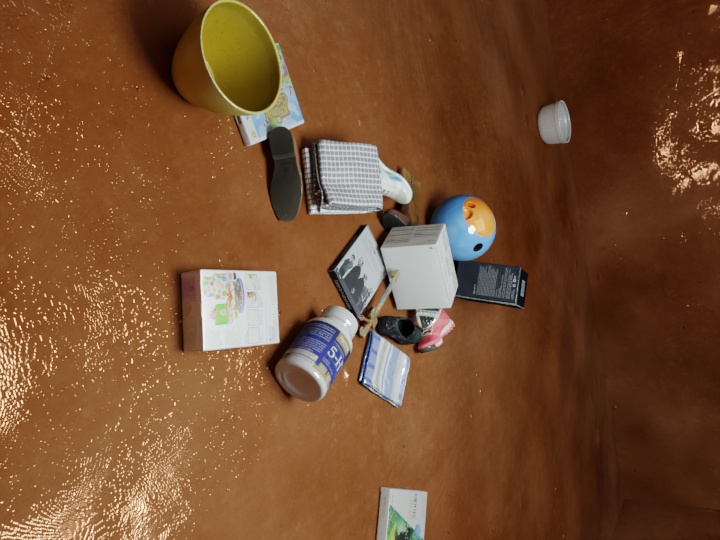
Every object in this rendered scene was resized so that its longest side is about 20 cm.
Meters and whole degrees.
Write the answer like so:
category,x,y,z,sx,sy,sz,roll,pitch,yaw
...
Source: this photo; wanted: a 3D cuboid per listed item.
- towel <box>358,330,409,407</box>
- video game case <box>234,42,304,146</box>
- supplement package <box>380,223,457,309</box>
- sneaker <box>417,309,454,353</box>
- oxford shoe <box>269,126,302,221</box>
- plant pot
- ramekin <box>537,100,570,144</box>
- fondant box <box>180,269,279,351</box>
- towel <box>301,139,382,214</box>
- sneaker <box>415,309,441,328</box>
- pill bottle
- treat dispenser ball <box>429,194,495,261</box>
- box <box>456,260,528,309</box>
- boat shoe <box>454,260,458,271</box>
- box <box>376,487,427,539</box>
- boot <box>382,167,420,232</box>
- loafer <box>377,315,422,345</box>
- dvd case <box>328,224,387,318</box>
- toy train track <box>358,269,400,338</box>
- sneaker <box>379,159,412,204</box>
category,x,y,z,sx,sy,sz,roll,pitch,yaw
towel,0.068,0.261,1.632,0.200,0.024,0.148,41,55,-45
video game case,-0.209,-0.380,1.328,0.200,0.022,0.183,-41,118,-50
supplement package,0.161,-0.008,1.666,0.111,0.155,0.201,-60,140,-52
sneaker,0.207,0.173,1.831,0.087,0.074,0.200,61,35,-9
oxford shoe,-0.155,-0.207,1.347,0.071,0.071,0.201,-43,133,-79
plant pot,-0.263,-0.372,1.143,0.200,0.141,0.201,12,75,-54
ramekin,0.920,-0.697,2.949,0.200,0.105,0.202,11,77,-55
fondant box,-0.243,0.074,1.181,0.200,0.058,0.145,3,83,-56
towel,-0.036,-0.220,1.469,0.199,0.085,0.167,-5,88,-42
sneaker,0.196,0.086,1.794,0.081,0.075,0.201,103,0,-57
pill bottle,-0.086,0.172,1.341,0.200,0.119,0.120,-56,129,-43
treat dispenser ball,0.311,-0.130,1.892,0.200,0.200,0.202,12,75,-54
box,0.421,0.046,1.985,0.200,0.195,0.125,17,80,-68
boat shoe,0.263,0.014,1.928,0.069,0.056,0.201,57,43,-34
box,0.111,0.651,1.632,0.200,0.036,0.145,28,62,-50
boot,0.125,-0.199,1.750,0.188,0.068,0.201,26,62,-49
loafer,0.121,0.164,1.686,0.200,0.070,0.069,24,65,-53
dvd case,0.000,0.000,1.576,0.200,0.025,0.151,-56,129,-44
toy train track,0.042,0.080,1.589,0.201,0.032,0.115,-59,164,-19
sneaker,0.051,-0.230,1.625,0.200,0.076,0.081,36,57,-23
